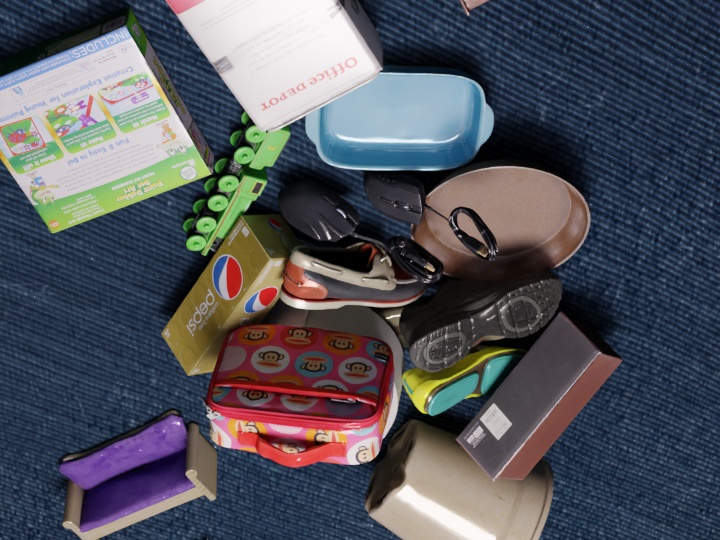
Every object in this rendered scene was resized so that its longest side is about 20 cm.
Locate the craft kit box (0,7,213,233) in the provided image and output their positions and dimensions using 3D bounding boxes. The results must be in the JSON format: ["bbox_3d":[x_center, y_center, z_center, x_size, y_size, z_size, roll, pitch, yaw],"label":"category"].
[{"bbox_3d":[-0.283,-0.152,1.503,0.198,0.049,0.199,-18,126,12],"label":"craft kit box"}]

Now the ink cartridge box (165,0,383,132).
[{"bbox_3d":[-0.086,-0.254,1.403,0.145,0.085,0.201,-24,125,16],"label":"ink cartridge box"}]

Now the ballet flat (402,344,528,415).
[{"bbox_3d":[0.129,0.120,1.724,0.199,0.067,0.067,-13,130,-40],"label":"ballet flat"}]

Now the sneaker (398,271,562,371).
[{"bbox_3d":[0.134,0.038,1.633,0.198,0.091,0.077,-19,129,-13],"label":"sneaker"}]

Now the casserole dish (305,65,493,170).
[{"bbox_3d":[0.040,-0.165,1.514,0.197,0.039,0.122,0,129,-4],"label":"casserole dish"}]

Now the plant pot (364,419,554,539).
[{"bbox_3d":[0.113,0.286,1.809,0.182,0.201,0.201,30,123,-11],"label":"plant pot"}]

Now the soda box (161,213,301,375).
[{"bbox_3d":[-0.144,0.029,1.630,0.064,0.068,0.201,-6,142,-48],"label":"soda box"}]

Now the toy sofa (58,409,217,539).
[{"bbox_3d":[-0.286,0.265,1.820,0.198,0.083,0.098,-24,128,15],"label":"toy sofa"}]

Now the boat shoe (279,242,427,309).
[{"bbox_3d":[0.000,0.000,1.599,0.198,0.071,0.063,-4,120,-35],"label":"boat shoe"}]

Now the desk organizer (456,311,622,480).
[{"bbox_3d":[0.214,0.154,1.711,0.201,0.072,0.077,-52,148,14],"label":"desk organizer"}]

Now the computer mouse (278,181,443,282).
[{"bbox_3d":[0.002,-0.045,1.555,0.198,0.059,0.034,25,130,5],"label":"computer mouse"}]

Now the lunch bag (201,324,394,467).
[{"bbox_3d":[-0.067,0.142,1.562,0.197,0.177,0.083,5,127,7],"label":"lunch bag"}]

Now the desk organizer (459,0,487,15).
[{"bbox_3d":[0.088,-0.350,1.345,0.076,0.072,0.201,-24,127,13],"label":"desk organizer"}]

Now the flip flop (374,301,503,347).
[{"bbox_3d":[0.104,0.068,1.697,0.197,0.058,0.082,-7,129,3],"label":"flip flop"}]

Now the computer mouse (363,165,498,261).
[{"bbox_3d":[0.068,-0.059,1.519,0.034,0.199,0.059,-21,127,-36],"label":"computer mouse"}]

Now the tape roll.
[{"bbox_3d":[-0.049,0.125,1.702,0.200,0.071,0.204,6,127,8],"label":"tape roll"}]

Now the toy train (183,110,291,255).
[{"bbox_3d":[-0.135,-0.093,1.564,0.056,0.042,0.201,12,129,-27],"label":"toy train"}]

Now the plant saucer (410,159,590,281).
[{"bbox_3d":[0.153,-0.059,1.591,0.198,0.035,0.201,-2,142,-1],"label":"plant saucer"}]
